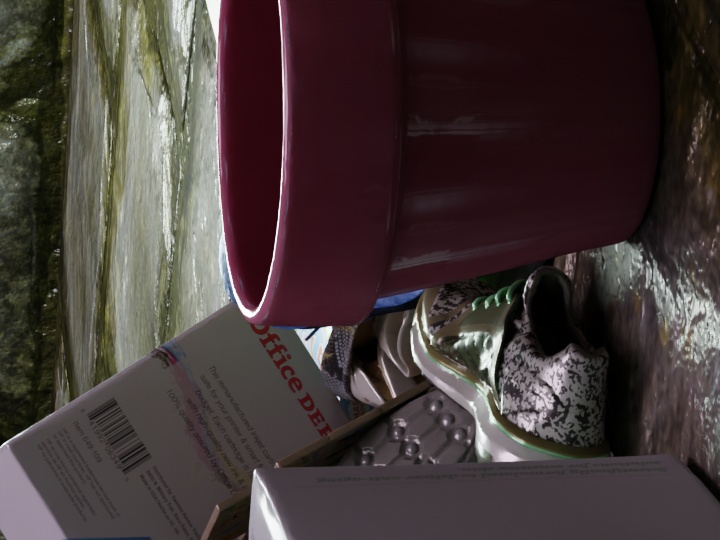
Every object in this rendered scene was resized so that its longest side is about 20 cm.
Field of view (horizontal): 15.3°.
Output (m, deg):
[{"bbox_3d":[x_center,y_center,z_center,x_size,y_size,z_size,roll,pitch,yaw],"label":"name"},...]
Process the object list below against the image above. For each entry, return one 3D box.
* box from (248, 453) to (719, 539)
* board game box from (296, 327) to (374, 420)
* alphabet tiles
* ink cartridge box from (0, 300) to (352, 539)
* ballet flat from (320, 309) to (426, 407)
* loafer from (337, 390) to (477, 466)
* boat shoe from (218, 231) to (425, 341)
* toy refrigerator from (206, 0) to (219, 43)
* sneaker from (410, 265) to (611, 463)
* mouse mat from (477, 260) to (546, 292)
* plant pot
[{"bbox_3d":[0.060,0.188,1.082,0.200,0.198,0.172,-123,34,-68],"label":"box"},{"bbox_3d":[-0.019,0.093,1.853,0.200,0.036,0.152,114,152,-62],"label":"board game box"},{"bbox_3d":[-0.018,0.113,1.555,0.006,0.166,0.200,59,164,11],"label":"alphabet tiles"},{"bbox_3d":[-0.118,0.131,1.710,0.147,0.200,0.146,57,158,2],"label":"ink cartridge box"},{"bbox_3d":[0.017,0.044,1.601,0.201,0.072,0.072,101,163,-58],"label":"ballet flat"},{"bbox_3d":[0.010,0.145,1.485,0.200,0.070,0.070,-46,52,10],"label":"loafer"},{"bbox_3d":[0.000,0.000,1.487,0.200,0.068,0.085,8,103,49],"label":"boat shoe"},{"bbox_3d":[-0.042,-0.148,1.526,0.200,0.076,0.070,-107,21,-53],"label":"toy refrigerator"},{"bbox_3d":[0.084,0.034,1.307,0.200,0.077,0.089,-124,47,-60],"label":"sneaker"},{"bbox_3d":[0.072,-0.044,1.475,0.200,0.007,0.162,112,154,-64],"label":"mouse mat"},{"bbox_3d":[0.034,-0.075,1.230,0.200,0.178,0.201,178,90,-79],"label":"plant pot"}]
